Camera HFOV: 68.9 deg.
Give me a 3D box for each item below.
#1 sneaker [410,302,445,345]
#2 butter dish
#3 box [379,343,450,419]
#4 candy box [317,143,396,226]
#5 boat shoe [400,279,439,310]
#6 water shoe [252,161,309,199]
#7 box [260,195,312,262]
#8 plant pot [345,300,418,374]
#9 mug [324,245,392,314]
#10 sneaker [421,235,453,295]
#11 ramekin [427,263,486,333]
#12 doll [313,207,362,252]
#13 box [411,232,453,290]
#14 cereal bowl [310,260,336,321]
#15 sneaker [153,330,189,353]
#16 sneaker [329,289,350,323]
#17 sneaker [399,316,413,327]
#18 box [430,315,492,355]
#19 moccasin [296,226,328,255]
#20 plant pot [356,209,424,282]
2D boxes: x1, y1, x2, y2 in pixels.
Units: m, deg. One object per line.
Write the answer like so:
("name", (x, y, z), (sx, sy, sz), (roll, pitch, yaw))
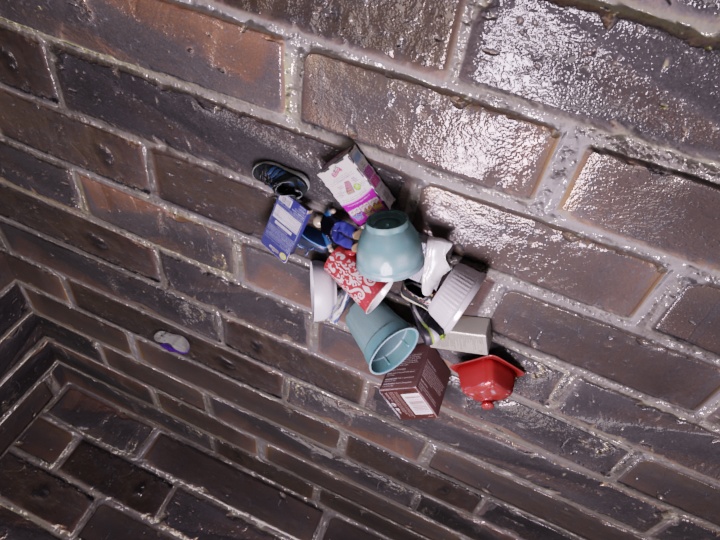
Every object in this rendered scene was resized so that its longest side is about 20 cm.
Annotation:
("sneaker", (0.218, 0.163, 1.671), (0.081, 0.202, 0.073), (-19, 127, -3))
("butter dish", (0.419, 0.383, 1.738), (0.198, 0.152, 0.197), (29, 143, -33))
("box", (0.196, 0.393, 1.858), (0.161, 0.202, 0.167), (-16, 122, 38))
("candy box", (-0.010, -0.237, 1.487), (0.134, 0.062, 0.201), (-21, 119, 41))
("boat shoe", (0.219, 0.081, 1.647), (0.197, 0.075, 0.064), (22, 146, 16))
("water shoe", (-0.250, -0.271, 1.575), (0.194, 0.080, 0.073), (14, 136, 17))
("box", (-0.237, -0.140, 1.656), (0.120, 0.032, 0.203), (37, 118, 16))
("plant pot", (0.057, 0.199, 1.731), (0.197, 0.196, 0.204), (48, 149, 33))
("mug", (0.002, 0.002, 1.652), (0.199, 0.133, 0.179), (40, 102, 13))
("sneaker", (0.223, -0.003, 1.517), (0.086, 0.076, 0.204), (7, 131, 6))
("ramekin", (0.276, 0.073, 1.527), (0.093, 0.202, 0.205), (35, 139, 12))
("doll", (-0.078, -0.119, 1.596), (0.198, 0.048, 0.140), (30, 123, 36))
("box", (0.166, -0.042, 1.587), (0.195, 0.042, 0.158), (22, 136, 7))
("cereal bowl", (-0.124, 0.066, 1.757), (0.081, 0.204, 0.203), (-3, 137, -10))
("sneaker", (-0.899, 0.361, 2.542), (0.195, 0.070, 0.101), (19, 144, 18))
("sneaker", (-0.086, 0.108, 1.844), (0.084, 0.078, 0.202), (33, 137, 2))
("sneaker", (0.112, 0.232, 1.858), (0.080, 0.075, 0.202), (37, 131, 5))
("box", (0.322, 0.204, 1.701), (0.194, 0.079, 0.097), (5, 133, 25))
("moccasin", (-0.184, -0.103, 1.705), (0.197, 0.080, 0.070), (29, 125, 21))
("plant pot", (0.078, -0.081, 1.439), (0.195, 0.201, 0.138), (8, 125, 22))
